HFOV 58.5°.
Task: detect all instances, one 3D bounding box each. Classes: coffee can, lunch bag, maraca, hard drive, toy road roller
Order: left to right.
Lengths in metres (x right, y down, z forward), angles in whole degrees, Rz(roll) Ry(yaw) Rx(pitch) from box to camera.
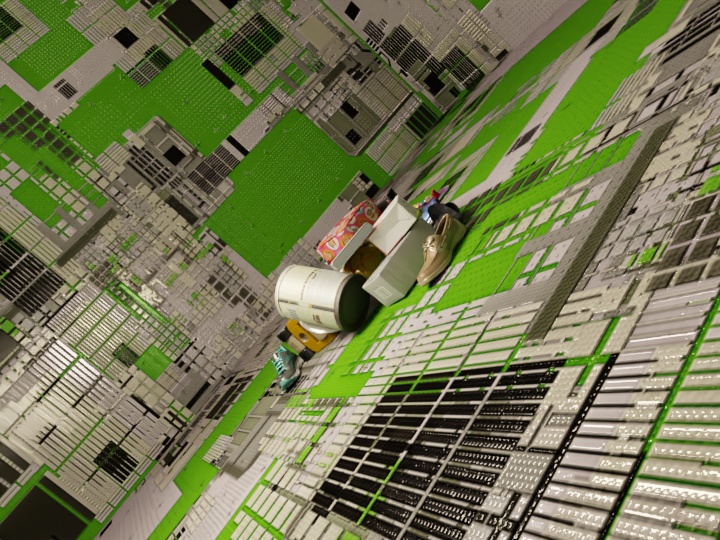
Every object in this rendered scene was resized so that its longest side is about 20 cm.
[{"bbox_3d":[-0.141,0.156,1.885,0.200,0.123,0.146,-41,11,44],"label":"toy road roller"},{"bbox_3d":[-0.096,0.068,1.640,0.199,0.147,0.147,9,46,31],"label":"coffee can"},{"bbox_3d":[-0.040,-0.107,1.835,0.176,0.082,0.200,-29,17,47],"label":"lunch bag"},{"bbox_3d":[-0.025,-0.057,1.603,0.132,0.026,0.200,-50,2,-3],"label":"hard drive"},{"bbox_3d":[0.000,0.000,1.722,0.200,0.107,0.138,-5,57,56],"label":"maraca"}]

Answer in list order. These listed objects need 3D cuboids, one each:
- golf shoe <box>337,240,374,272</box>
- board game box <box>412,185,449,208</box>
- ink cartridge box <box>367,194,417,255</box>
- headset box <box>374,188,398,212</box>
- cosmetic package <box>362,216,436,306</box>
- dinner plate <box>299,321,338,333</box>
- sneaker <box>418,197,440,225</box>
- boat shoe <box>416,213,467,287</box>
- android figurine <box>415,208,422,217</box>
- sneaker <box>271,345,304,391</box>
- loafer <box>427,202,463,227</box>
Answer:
[{"bbox_3d":[0.018,-0.049,1.848,0.200,0.077,0.088,-41,14,8],"label":"golf shoe"},{"bbox_3d":[0.203,-0.212,2.066,0.200,0.039,0.158,-52,8,-19],"label":"board game box"},{"bbox_3d":[0.082,-0.119,1.605,0.117,0.067,0.200,-51,4,12],"label":"ink cartridge box"},{"bbox_3d":[0.071,-0.126,1.961,0.200,0.149,0.075,-40,10,28],"label":"headset box"},{"bbox_3d":[0.104,-0.020,1.534,0.200,0.090,0.107,-56,7,-28],"label":"cosmetic package"},{"bbox_3d":[-0.076,0.095,1.745,0.199,0.024,0.201,-10,37,7],"label":"dinner plate"},{"bbox_3d":[0.150,-0.141,1.844,0.200,0.089,0.079,-44,10,32],"label":"sneaker"},{"bbox_3d":[0.164,-0.045,1.399,0.071,0.064,0.200,-39,12,50],"label":"boat shoe"},{"bbox_3d":[0.109,-0.070,1.753,0.182,0.041,0.201,-13,54,65],"label":"android figurine"},{"bbox_3d":[-0.224,0.280,1.862,0.078,0.091,0.200,-48,8,9],"label":"sneaker"},{"bbox_3d":[0.212,-0.134,1.578,0.070,0.068,0.201,-39,15,9],"label":"loafer"}]
